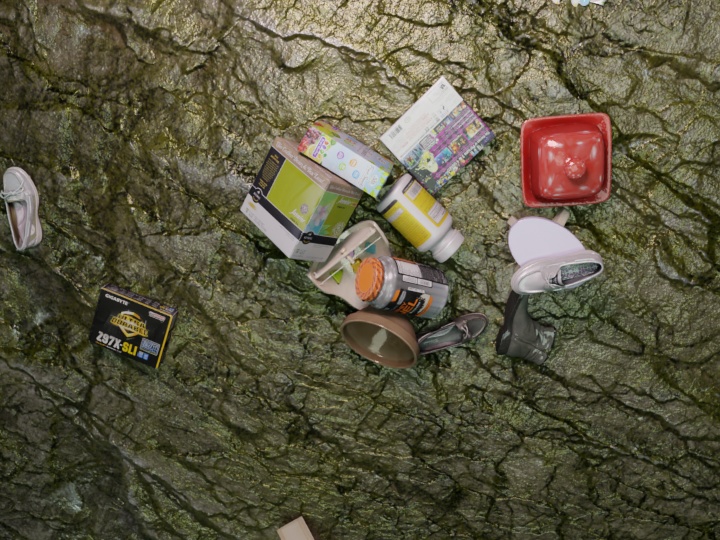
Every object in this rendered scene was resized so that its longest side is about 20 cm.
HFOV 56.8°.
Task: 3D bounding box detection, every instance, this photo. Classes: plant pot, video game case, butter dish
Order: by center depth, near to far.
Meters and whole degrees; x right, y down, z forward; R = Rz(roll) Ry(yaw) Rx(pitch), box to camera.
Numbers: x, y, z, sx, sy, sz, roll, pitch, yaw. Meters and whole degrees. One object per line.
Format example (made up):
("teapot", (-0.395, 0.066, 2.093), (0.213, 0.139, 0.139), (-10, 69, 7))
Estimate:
("butter dish", (0.452, -0.229, 1.439), (0.197, 0.148, 0.203), (-3, 106, 9))
("video game case", (0.173, -0.303, 1.509), (0.200, 0.036, 0.181), (-43, 97, 16))
("plant pot", (0.058, 0.144, 1.604), (0.199, 0.093, 0.202), (19, 148, 12))

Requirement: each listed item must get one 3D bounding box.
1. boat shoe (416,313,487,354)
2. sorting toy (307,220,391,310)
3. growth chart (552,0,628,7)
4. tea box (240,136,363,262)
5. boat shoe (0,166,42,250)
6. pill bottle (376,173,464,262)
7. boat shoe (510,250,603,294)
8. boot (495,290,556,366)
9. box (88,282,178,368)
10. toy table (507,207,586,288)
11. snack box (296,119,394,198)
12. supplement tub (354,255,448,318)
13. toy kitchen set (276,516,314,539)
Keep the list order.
("boat shoe", (0.218, 0.162, 1.628), (0.198, 0.057, 0.068), (-20, 103, 12))
("sorting toy", (0.000, 0.000, 1.592), (0.199, 0.107, 0.181), (-37, 111, 6))
("growth chart", (0.483, -0.626, 1.388), (0.197, 0.018, 0.147), (7, 108, 6))
("tea box", (-0.132, -0.158, 1.494), (0.200, 0.133, 0.198), (42, 112, 31))
("boat shoe", (-0.850, -0.154, 1.663), (0.073, 0.065, 0.205), (1, 106, 7))
("pill bottle", (0.141, -0.115, 1.529), (0.200, 0.111, 0.111), (44, 106, -6))
("boat shoe", (0.423, 0.012, 1.431), (0.197, 0.069, 0.073), (-11, 104, 11))
("boot", (0.409, 0.128, 1.598), (0.129, 0.068, 0.202), (11, 115, -1))
("box", (-0.590, 0.144, 1.727), (0.198, 0.049, 0.161), (22, 109, 0))
("toy table", (0.419, -0.051, 1.510), (0.200, 0.117, 0.184), (45, 107, -6))
("snack box", (-0.027, -0.252, 1.480), (0.199, 0.169, 0.068), (32, 108, -4))
("supplement tub", (0.094, 0.036, 1.534), (0.198, 0.123, 0.124), (12, 110, -28))
("toy kitchen set", (-0.122, 0.800, 1.859), (0.162, 0.181, 0.201), (-22, 145, -24))
